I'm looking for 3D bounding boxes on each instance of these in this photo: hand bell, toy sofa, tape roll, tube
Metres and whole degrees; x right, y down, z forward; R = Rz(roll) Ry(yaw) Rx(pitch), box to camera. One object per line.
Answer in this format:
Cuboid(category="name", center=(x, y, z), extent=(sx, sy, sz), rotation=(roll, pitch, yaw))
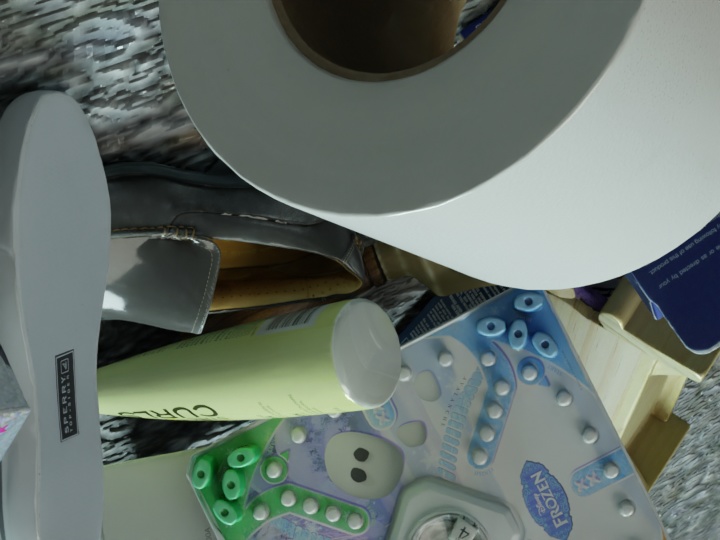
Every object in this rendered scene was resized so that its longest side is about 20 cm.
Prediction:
Cuboid(category="hand bell", center=(0.000, 0.000, 0.921), extent=(0.198, 0.105, 0.104), rotation=(-21, 153, 6))
Cuboid(category="toy sofa", center=(0.151, 0.052, 1.026), extent=(0.083, 0.097, 0.201), rotation=(-50, 163, -28))
Cuboid(category="tape roll", center=(0.046, -0.103, 0.649), extent=(0.202, 0.204, 0.139), rotation=(-42, 150, 17))
Cuboid(category="tube", center=(-0.070, 0.053, 0.875), extent=(0.199, 0.052, 0.058), rotation=(-10, 129, 39))

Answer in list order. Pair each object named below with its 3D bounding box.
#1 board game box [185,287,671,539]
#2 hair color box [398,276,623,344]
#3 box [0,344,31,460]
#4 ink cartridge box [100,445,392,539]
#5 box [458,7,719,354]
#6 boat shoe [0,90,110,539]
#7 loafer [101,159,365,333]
Cuboid(category="board game box", center=(0.043, 0.138, 0.865), extent=(0.199, 0.201, 0.026), rotation=(-27, 177, 3))
Cuboid(category="hair color box", center=(0.093, 0.030, 1.062), extent=(0.100, 0.061, 0.200), rotation=(3, 136, -52))
Cuboid(category="box", center=(-0.244, 0.045, 0.654), extent=(0.199, 0.133, 0.115), rotation=(-6, 145, -41))
Cuboid(category="ink cartridge box", center=(-0.027, 0.162, 0.963), extent=(0.198, 0.146, 0.147), rotation=(-11, 170, 2))
Cuboid(category="box", center=(0.146, -0.065, 0.815), extent=(0.121, 0.201, 0.032), rotation=(-33, 153, 2))
Cuboid(category="boat shoe", center=(-0.142, 0.028, 0.730), extent=(0.056, 0.202, 0.068), rotation=(2, -176, 25))
Cuboid(category="loafer", center=(-0.085, -0.006, 0.805), extent=(0.198, 0.073, 0.073), rotation=(-16, 149, -28))
